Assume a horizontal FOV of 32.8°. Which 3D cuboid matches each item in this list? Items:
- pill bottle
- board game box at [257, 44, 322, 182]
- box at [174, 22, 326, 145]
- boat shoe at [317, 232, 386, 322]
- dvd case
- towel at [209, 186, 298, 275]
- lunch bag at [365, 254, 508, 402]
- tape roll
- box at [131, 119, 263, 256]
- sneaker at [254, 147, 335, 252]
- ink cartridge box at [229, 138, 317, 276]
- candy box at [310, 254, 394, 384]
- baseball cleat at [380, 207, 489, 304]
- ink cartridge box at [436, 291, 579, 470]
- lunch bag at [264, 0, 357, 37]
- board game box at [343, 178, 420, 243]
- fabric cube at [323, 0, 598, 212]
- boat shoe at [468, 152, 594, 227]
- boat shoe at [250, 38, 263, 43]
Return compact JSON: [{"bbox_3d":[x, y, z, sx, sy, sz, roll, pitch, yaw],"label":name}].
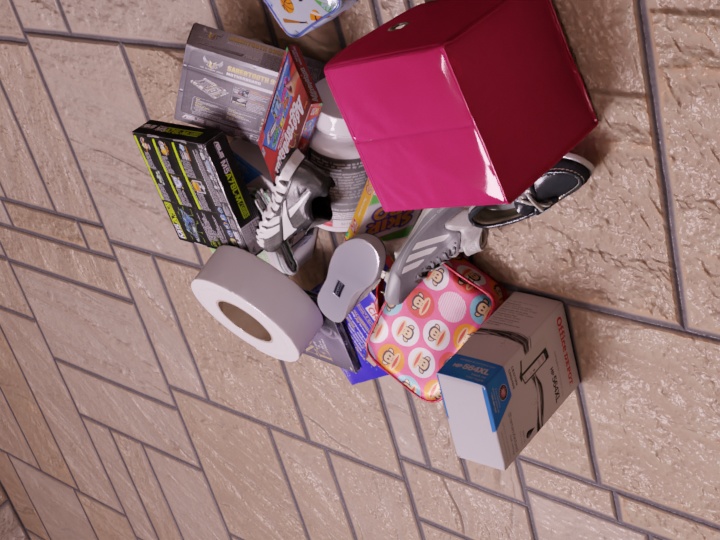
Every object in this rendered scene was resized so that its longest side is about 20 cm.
[{"bbox_3d":[-0.024,-0.161,1.690,0.114,0.114,0.200,33,142,24],"label":"pill bottle"},{"bbox_3d":[-0.098,-0.199,1.664,0.103,0.019,0.200,66,153,27],"label":"board game box"},{"bbox_3d":[-0.157,-0.252,1.735,0.200,0.048,0.159,16,142,-4],"label":"box"},{"bbox_3d":[0.000,0.000,1.725,0.071,0.070,0.200,42,145,11],"label":"boat shoe"},{"bbox_3d":[-0.095,0.080,1.944,0.200,0.016,0.149,17,139,43],"label":"dvd case"},{"bbox_3d":[-0.188,-0.063,1.893,0.200,0.031,0.149,7,126,47],"label":"towel"},{"bbox_3d":[0.095,0.068,1.735,0.176,0.082,0.200,36,114,18],"label":"lunch bag"},{"bbox_3d":[-0.156,0.052,1.855,0.202,0.071,0.203,30,160,12],"label":"tape roll"},{"bbox_3d":[-0.240,-0.123,1.837,0.193,0.047,0.200,16,135,48],"label":"box"},{"bbox_3d":[-0.086,-0.077,1.674,0.090,0.067,0.200,29,141,3],"label":"sneaker"},{"bbox_3d":[-0.141,-0.102,1.903,0.146,0.086,0.200,38,146,19],"label":"ink cartridge box"},{"bbox_3d":[0.015,0.079,1.902,0.169,0.077,0.200,56,147,-8],"label":"candy box"},{"bbox_3d":[0.105,-0.027,1.641,0.106,0.070,0.200,30,108,18],"label":"baseball cleat"},{"bbox_3d":[0.201,0.144,1.642,0.084,0.200,0.146,11,130,40],"label":"ink cartridge box"},{"bbox_3d":[-0.093,-0.407,1.575,0.200,0.076,0.160,57,148,-11],"label":"lunch bag"},{"bbox_3d":[0.044,-0.098,1.676,0.030,0.095,0.200,64,150,27],"label":"board game box"},{"bbox_3d":[0.116,-0.201,1.418,0.199,0.196,0.200,0,121,49],"label":"fabric cube"},{"bbox_3d":[0.207,-0.094,1.506,0.076,0.060,0.200,30,157,-20],"label":"boat shoe"},{"bbox_3d":[-0.188,-0.264,1.827,0.076,0.060,0.200,41,145,14],"label":"boat shoe"}]
